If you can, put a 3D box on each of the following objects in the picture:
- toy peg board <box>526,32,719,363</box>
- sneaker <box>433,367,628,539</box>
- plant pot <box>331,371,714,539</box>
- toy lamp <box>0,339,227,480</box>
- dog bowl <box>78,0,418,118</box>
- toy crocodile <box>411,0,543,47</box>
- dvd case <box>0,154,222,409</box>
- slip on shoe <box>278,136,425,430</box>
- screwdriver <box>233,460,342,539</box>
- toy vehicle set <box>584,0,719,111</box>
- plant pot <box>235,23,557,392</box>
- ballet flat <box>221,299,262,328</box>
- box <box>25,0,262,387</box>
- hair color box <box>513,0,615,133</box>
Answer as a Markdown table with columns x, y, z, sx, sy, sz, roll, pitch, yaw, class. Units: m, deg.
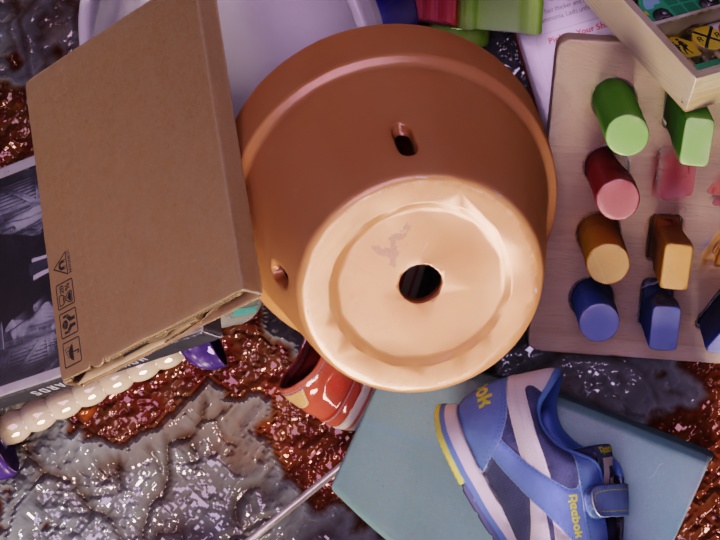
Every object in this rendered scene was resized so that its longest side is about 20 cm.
| x | y | z | sx | sy | sz | roll | pitch | yaw | class |
| --- | --- | --- | --- | --- | --- | --- | --- | --- | --- |
| 0.209 | -0.027 | 1.387 | 0.200 | 0.098 | 0.199 | 4 | 109 | -1 | toy peg board |
| 0.120 | 0.144 | 1.308 | 0.082 | 0.074 | 0.200 | -32 | 80 | 7 | sneaker |
| 0.095 | 0.133 | 1.418 | 0.200 | 0.141 | 0.141 | 26 | 91 | 10 | plant pot |
| -0.184 | 0.083 | 1.486 | 0.200 | 0.058 | 0.058 | -26 | 86 | 5 | toy lamp |
| -0.068 | -0.144 | 1.426 | 0.200 | 0.079 | 0.200 | 10 | 116 | 21 | dog bowl |
| 0.026 | -0.180 | 1.446 | 0.200 | 0.062 | 0.068 | 19 | 114 | 30 | toy crocodile |
| -0.175 | -0.005 | 1.431 | 0.200 | 0.025 | 0.150 | -19 | 68 | 31 | dvd case |
| 0.000 | 0.000 | 1.459 | 0.061 | 0.074 | 0.200 | 17 | 95 | -18 | slip on shoe |
| -0.065 | 0.162 | 1.485 | 0.200 | 0.028 | 0.029 | -43 | 113 | 4 | screwdriver |
| 0.239 | -0.164 | 1.388 | 0.200 | 0.027 | 0.124 | -17 | 52 | -27 | toy vehicle set |
| 0.024 | -0.022 | 1.328 | 0.200 | 0.140 | 0.200 | -4 | 118 | -7 | plant pot |
| -0.133 | -0.031 | 1.478 | 0.200 | 0.064 | 0.067 | 46 | 121 | 30 | ballet flat |
| -0.130 | -0.051 | 1.367 | 0.163 | 0.021 | 0.200 | -26 | 64 | 39 | box |
| 0.144 | -0.162 | 1.458 | 0.101 | 0.061 | 0.200 | -16 | 88 | 6 | hair color box |
